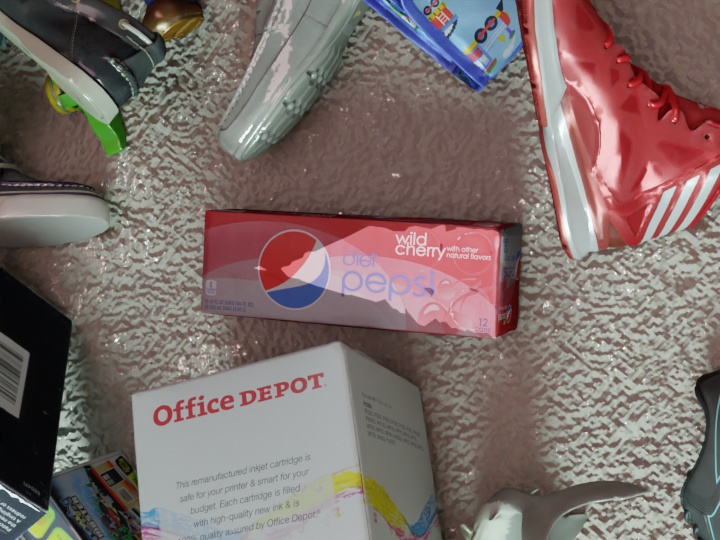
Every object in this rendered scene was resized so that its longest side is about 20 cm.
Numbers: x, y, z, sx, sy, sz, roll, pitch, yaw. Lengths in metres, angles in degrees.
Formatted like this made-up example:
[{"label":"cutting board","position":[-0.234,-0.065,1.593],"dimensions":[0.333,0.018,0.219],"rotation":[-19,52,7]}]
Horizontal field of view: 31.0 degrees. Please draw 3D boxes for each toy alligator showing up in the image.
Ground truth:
[{"label":"toy alligator","position":[-0.202,-0.178,0.889],"dimensions":[0.059,0.054,0.203],"rotation":[-16,87,18]}]

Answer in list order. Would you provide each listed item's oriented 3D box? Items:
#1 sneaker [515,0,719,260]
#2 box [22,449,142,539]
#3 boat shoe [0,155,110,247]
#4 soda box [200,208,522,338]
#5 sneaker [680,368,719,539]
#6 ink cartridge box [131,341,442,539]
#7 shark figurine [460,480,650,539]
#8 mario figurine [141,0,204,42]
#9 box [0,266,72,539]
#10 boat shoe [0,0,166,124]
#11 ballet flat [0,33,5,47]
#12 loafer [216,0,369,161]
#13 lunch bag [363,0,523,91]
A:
[{"label":"sneaker","position":[0.155,-0.108,0.745],"dimensions":[0.114,0.079,0.202],"rotation":[-10,122,8]},{"label":"box","position":[-0.137,0.217,0.855],"dimensions":[0.035,0.110,0.201],"rotation":[-42,80,16]},{"label":"boat shoe","position":[-0.271,-0.068,0.912],"dimensions":[0.197,0.075,0.094],"rotation":[-2,75,8]},{"label":"soda box","position":[0.000,0.000,0.823],"dimensions":[0.197,0.063,0.071],"rotation":[4,93,19]},{"label":"sneaker","position":[0.230,0.153,0.755],"dimensions":[0.078,0.075,0.203],"rotation":[2,85,30]},{"label":"ink cartridge box","position":[-0.036,0.164,0.775],"dimensions":[0.143,0.144,0.203],"rotation":[-14,71,18]},{"label":"shark figurine","position":[0.107,0.162,0.775],"dimensions":[0.089,0.216,0.129],"rotation":[-20,50,-18]},{"label":"mario figurine","position":[-0.169,-0.248,0.844],"dimensions":[0.123,0.106,0.200],"rotation":[-39,86,-23]},{"label":"box","position":[-0.300,0.116,0.847],"dimensions":[0.198,0.201,0.123],"rotation":[-39,119,18]},{"label":"boat shoe","position":[-0.208,-0.175,0.833],"dimensions":[0.199,0.072,0.068],"rotation":[39,84,20]},{"label":"ballet flat","position":[-0.322,-0.238,0.920],"dimensions":[0.073,0.073,0.202],"rotation":[-30,83,17]},{"label":"loafer","position":[-0.038,-0.164,0.826],"dimensions":[0.069,0.070,0.201],"rotation":[33,93,8]},{"label":"lunch bag","position":[0.056,-0.216,0.761],"dimensions":[0.199,0.094,0.151],"rotation":[37,90,-23]}]
